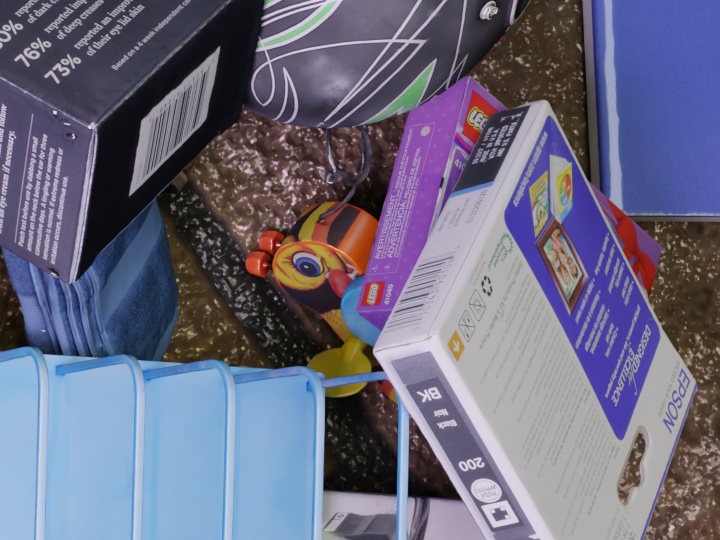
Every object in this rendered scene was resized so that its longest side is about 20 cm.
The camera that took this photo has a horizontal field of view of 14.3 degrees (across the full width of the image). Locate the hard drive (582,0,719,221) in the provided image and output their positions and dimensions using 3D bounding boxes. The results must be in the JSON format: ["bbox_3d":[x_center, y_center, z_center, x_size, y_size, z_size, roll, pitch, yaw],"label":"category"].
[{"bbox_3d":[0.193,-0.129,1.662,0.132,0.025,0.200,0,84,-19],"label":"hard drive"}]

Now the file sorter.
[{"bbox_3d":[-0.087,0.110,1.386,0.200,0.123,0.139,5,83,-27],"label":"file sorter"}]

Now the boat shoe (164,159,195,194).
[{"bbox_3d":[-0.157,-0.123,1.518,0.200,0.072,0.068,40,74,-11],"label":"boat shoe"}]

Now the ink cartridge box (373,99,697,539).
[{"bbox_3d":[0.095,0.050,1.462,0.200,0.043,0.198,59,36,-26],"label":"ink cartridge box"}]

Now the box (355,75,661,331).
[{"bbox_3d":[0.084,0.004,1.542,0.200,0.039,0.137,38,59,-43],"label":"box"}]

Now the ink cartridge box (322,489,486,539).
[{"bbox_3d":[-0.004,0.190,1.528,0.200,0.084,0.145,5,83,-19],"label":"ink cartridge box"}]

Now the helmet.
[{"bbox_3d":[-0.009,-0.163,1.414,0.200,0.200,0.191,50,29,-7],"label":"helmet"}]

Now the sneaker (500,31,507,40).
[{"bbox_3d":[0.057,-0.222,1.580,0.081,0.075,0.200,-20,103,-57],"label":"sneaker"}]

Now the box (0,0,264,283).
[{"bbox_3d":[-0.169,-0.112,1.328,0.200,0.104,0.148,29,47,15],"label":"box"}]

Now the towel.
[{"bbox_3d":[-0.135,-0.017,1.453,0.048,0.200,0.112,8,44,20],"label":"towel"}]

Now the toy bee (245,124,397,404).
[{"bbox_3d":[0.000,0.000,1.556,0.131,0.109,0.200,-31,109,-50],"label":"toy bee"}]
